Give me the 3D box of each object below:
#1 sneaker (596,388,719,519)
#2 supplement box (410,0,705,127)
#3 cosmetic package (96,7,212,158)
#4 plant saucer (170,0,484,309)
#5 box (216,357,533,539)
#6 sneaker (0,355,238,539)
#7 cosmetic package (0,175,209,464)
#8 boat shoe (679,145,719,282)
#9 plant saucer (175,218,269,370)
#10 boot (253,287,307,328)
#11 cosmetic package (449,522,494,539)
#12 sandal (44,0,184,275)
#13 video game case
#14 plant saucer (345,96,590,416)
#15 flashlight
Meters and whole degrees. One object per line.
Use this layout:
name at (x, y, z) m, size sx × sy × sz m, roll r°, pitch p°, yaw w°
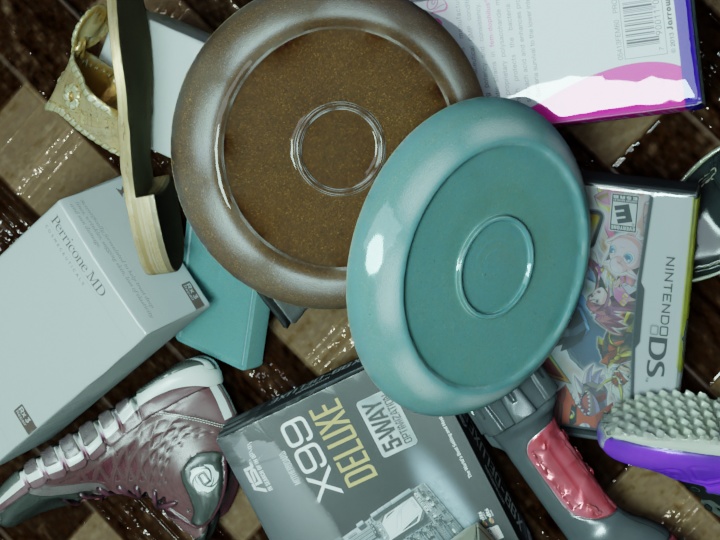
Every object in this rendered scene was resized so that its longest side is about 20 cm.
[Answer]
sneaker at (0.248, 0.141, 1.234) m, size 0.198 × 0.070 × 0.100 m, roll 7°, pitch 111°, yaw 0°
supplement box at (0.121, -0.144, 1.246) m, size 0.198 × 0.103 × 0.102 m, roll -6°, pitch 92°, yaw 12°
cosmetic package at (-0.076, -0.104, 1.291) m, size 0.199 × 0.108 × 0.085 m, roll 23°, pitch 99°, yaw 13°
plant saucer at (-0.014, -0.074, 1.149) m, size 0.198 × 0.032 × 0.202 m, roll -1°, pitch 98°, yaw -11°
box at (0.017, 0.161, 1.291) m, size 0.157 × 0.050 × 0.201 m, roll -25°, pitch 99°, yaw 12°
sneaker at (-0.161, 0.156, 1.341) m, size 0.199 × 0.076 × 0.116 m, roll -33°, pitch 88°, yaw 12°
cosmetic package at (-0.210, 0.038, 1.310) m, size 0.200 × 0.081 × 0.113 m, roll -41°, pitch 82°, yaw 35°
boat shoe at (0.269, -0.058, 1.233) m, size 0.199 × 0.066 × 0.075 m, roll -31°, pitch 88°, yaw 14°
plant saucer at (-0.090, -0.008, 1.280) m, size 0.069 × 0.019 × 0.201 m, roll 24°, pitch 137°, yaw 11°
boot at (0.000, 0.000, 1.211) m, size 0.131 × 0.070 × 0.201 m, roll -34°, pitch 102°, yaw -6°
cosmetic package at (0.102, 0.277, 1.250) m, size 0.103 × 0.073 × 0.200 m, roll -37°, pitch 105°, yaw 16°
sandal at (-0.168, -0.098, 1.221) m, size 0.069 × 0.078 × 0.214 m, roll -8°, pitch 100°, yaw 10°
video game case at (0.119, 0.020, 1.267) m, size 0.198 × 0.026 × 0.182 m, roll 7°, pitch 111°, yaw 13°
plant saucer at (0.076, -0.004, 1.161) m, size 0.027 × 0.199 × 0.202 m, roll 20°, pitch 98°, yaw 47°
flashlight at (0.147, 0.140, 1.255) m, size 0.068 × 0.068 × 0.201 m, roll -36°, pitch 96°, yaw -13°
